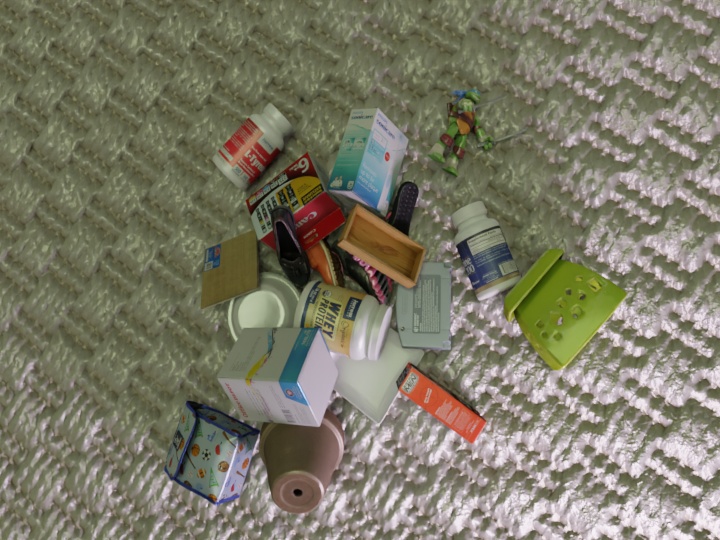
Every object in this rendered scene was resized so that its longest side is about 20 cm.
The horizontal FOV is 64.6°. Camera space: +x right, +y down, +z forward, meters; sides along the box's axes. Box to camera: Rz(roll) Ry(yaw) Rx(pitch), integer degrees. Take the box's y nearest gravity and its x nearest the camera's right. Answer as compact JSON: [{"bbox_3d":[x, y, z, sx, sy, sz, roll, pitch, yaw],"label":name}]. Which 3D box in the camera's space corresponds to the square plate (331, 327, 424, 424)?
[{"bbox_3d":[0.019,0.219,1.344,0.198,0.028,0.201,34,89,11],"label":"square plate"}]

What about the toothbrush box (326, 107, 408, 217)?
[{"bbox_3d":[0.020,-0.247,1.320,0.084,0.145,0.205,8,76,38],"label":"toothbrush box"}]

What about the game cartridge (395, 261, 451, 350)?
[{"bbox_3d":[0.146,0.080,1.322,0.129,0.041,0.206,2,74,6],"label":"game cartridge"}]

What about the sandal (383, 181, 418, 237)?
[{"bbox_3d":[0.084,-0.113,1.355,0.045,0.074,0.205,28,102,51],"label":"sandal"}]

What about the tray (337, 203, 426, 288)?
[{"bbox_3d":[0.050,-0.053,1.285,0.197,0.037,0.101,31,60,-17],"label":"tray"}]

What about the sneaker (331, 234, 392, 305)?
[{"bbox_3d":[0.000,0.000,1.335,0.094,0.079,0.203,-23,103,37],"label":"sneaker"}]

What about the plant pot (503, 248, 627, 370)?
[{"bbox_3d":[0.418,0.078,1.217,0.181,0.200,0.200,42,91,18],"label":"plant pot"}]

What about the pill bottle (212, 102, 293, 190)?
[{"bbox_3d":[-0.261,-0.308,1.406,0.112,0.112,0.200,43,92,11],"label":"pill bottle"}]

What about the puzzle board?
[{"bbox_3d":[-0.313,-0.004,1.376,0.147,0.018,0.203,-20,45,8],"label":"puzzle board"}]

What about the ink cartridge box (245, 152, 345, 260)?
[{"bbox_3d":[-0.154,-0.142,1.341,0.198,0.084,0.178,-34,57,13],"label":"ink cartridge box"}]

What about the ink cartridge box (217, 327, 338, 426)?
[{"bbox_3d":[-0.174,0.226,1.229,0.194,0.149,0.148,-2,40,22],"label":"ink cartridge box"}]

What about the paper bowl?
[{"bbox_3d":[-0.225,0.108,1.358,0.194,0.104,0.207,-1,84,7],"label":"paper bowl"}]

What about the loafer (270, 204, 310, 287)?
[{"bbox_3d":[-0.163,-0.044,1.290,0.070,0.063,0.205,-11,118,5],"label":"loafer"}]

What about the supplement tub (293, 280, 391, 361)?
[{"bbox_3d":[-0.038,0.115,1.279,0.195,0.144,0.149,14,86,13],"label":"supplement tub"}]

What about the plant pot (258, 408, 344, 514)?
[{"bbox_3d":[-0.133,0.417,1.234,0.194,0.175,0.206,0,113,-1],"label":"plant pot"}]

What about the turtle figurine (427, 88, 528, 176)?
[{"bbox_3d":[0.257,-0.318,1.311,0.197,0.144,0.197,32,93,15],"label":"turtle figurine"}]

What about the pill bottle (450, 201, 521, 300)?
[{"bbox_3d":[0.278,-0.046,1.291,0.108,0.111,0.205,-22,80,6],"label":"pill bottle"}]

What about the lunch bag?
[{"bbox_3d":[-0.363,0.422,1.337,0.196,0.123,0.174,19,86,24],"label":"lunch bag"}]

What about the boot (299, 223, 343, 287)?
[{"bbox_3d":[-0.110,-0.025,1.375,0.105,0.075,0.204,-28,72,8],"label":"boot"}]

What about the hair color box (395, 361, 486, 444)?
[{"bbox_3d":[0.175,0.290,1.260,0.198,0.102,0.062,35,89,1],"label":"hair color box"}]
